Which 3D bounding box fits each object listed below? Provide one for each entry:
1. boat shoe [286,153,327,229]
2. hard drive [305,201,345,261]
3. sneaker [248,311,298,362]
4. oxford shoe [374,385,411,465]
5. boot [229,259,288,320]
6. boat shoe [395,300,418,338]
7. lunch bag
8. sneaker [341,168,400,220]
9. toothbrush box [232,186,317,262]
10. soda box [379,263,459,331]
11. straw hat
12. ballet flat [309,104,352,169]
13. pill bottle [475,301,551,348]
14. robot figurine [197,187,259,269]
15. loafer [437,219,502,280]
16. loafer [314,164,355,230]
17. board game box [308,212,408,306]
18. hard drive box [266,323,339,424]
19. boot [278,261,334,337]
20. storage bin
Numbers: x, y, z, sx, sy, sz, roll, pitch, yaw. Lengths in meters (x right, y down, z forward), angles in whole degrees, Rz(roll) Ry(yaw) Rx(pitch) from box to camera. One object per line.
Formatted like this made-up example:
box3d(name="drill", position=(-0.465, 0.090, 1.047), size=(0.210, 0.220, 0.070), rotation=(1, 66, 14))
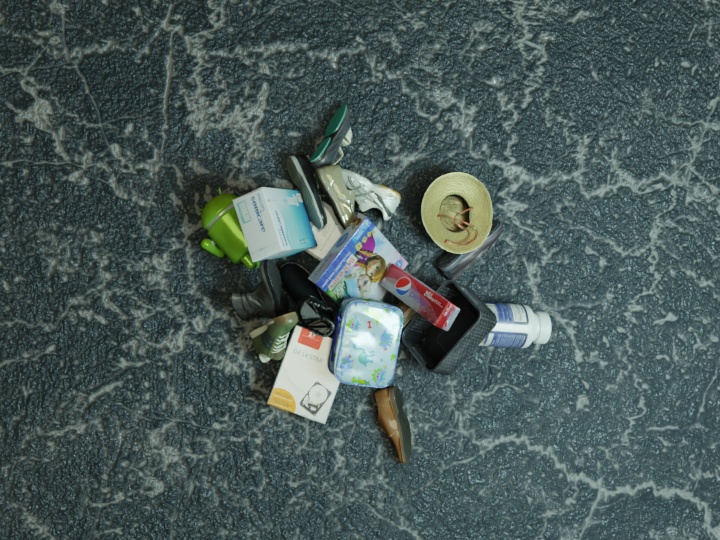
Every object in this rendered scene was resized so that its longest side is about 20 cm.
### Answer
box3d(name="boat shoe", position=(-0.119, -0.202, 1.328), size=(0.060, 0.076, 0.203), rotation=(-20, 84, -26))
box3d(name="hard drive", position=(-0.047, -0.066, 1.366), size=(0.198, 0.026, 0.133), rotation=(33, 85, -5))
box3d(name="sneaker", position=(-0.195, 0.164, 1.262), size=(0.066, 0.199, 0.091), rotation=(-12, 80, -39))
box3d(name="oxford shoe", position=(0.083, 0.395, 1.356), size=(0.070, 0.071, 0.203), rotation=(-14, 90, 21))
box3d(name="boot", position=(-0.249, 0.057, 1.253), size=(0.129, 0.202, 0.070), rotation=(-2, 47, 4))
box3d(name="boat shoe", position=(0.093, 0.129, 1.362), size=(0.200, 0.072, 0.068), rotation=(-42, 67, -1))
box3d(name="lunch bag", position=(0.010, 0.168, 1.262), size=(0.158, 0.082, 0.203), rotation=(9, 92, -18))
box3d(name="sneaker", position=(0.000, -0.191, 1.352), size=(0.198, 0.076, 0.089), rotation=(23, 93, -1))
box3d(name="toothbrush box", position=(-0.193, -0.108, 1.244), size=(0.084, 0.200, 0.149), rotation=(-19, 91, 18))
box3d(name="soda box", position=(0.140, 0.061, 1.277), size=(0.199, 0.070, 0.064), rotation=(36, 96, 40))
box3d(name="straw hat", position=(0.238, -0.145, 1.373), size=(0.197, 0.085, 0.205), rotation=(0, 92, -6))
box3d(name="ballet flat", position=(-0.063, -0.324, 1.348), size=(0.072, 0.073, 0.202), rotation=(26, 65, -5))
box3d(name="pill bottle", position=(0.377, 0.141, 1.367), size=(0.196, 0.111, 0.113), rotation=(4, 88, -6))
box3d(name="robot figurine", position=(-0.302, -0.099, 1.291), size=(0.175, 0.116, 0.200), rotation=(-41, 93, 6))
box3d(name="loafer", position=(0.292, -0.052, 1.394), size=(0.199, 0.072, 0.063), rotation=(-38, 121, -3))
box3d(name="loafer", position=(-0.039, -0.169, 1.301), size=(0.068, 0.076, 0.202), rotation=(-31, 113, -6))
box3d(name="board game box", position=(0.000, 0.000, 1.307), size=(0.201, 0.041, 0.199), rotation=(-52, 130, -6))
box3d(name="hard drive box", position=(-0.126, 0.252, 1.321), size=(0.154, 0.077, 0.203), rotation=(20, 86, -6))
box3d(name="boot", position=(-0.130, 0.064, 1.279), size=(0.076, 0.168, 0.201), rotation=(-36, 92, -2))
box3d(name="storage bin", position=(0.215, 0.142, 1.300), size=(0.201, 0.093, 0.136), rotation=(-52, 51, 17))
